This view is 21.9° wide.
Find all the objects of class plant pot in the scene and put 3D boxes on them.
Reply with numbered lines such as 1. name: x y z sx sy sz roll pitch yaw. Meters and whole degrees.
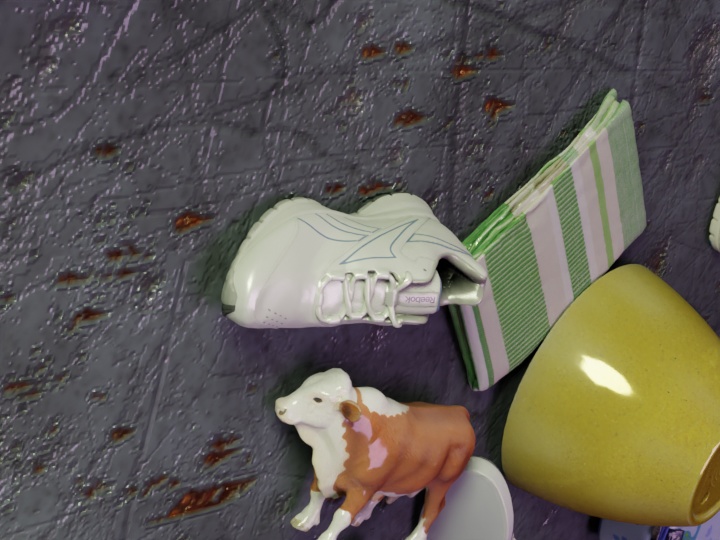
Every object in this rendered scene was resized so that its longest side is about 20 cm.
1. plant pot: 0.224 0.117 1.429 0.200 0.142 0.201 -37 145 -32

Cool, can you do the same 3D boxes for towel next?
1. towel: 0.136 -0.018 1.345 0.200 0.023 0.153 -46 144 -22

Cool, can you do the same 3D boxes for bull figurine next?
1. bull figurine: 0.008 0.129 1.255 0.199 0.065 0.122 12 109 -51

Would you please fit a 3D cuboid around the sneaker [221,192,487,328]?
1. sneaker: 0.000 0.000 1.132 0.199 0.087 0.075 -16 128 -43

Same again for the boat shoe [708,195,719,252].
1. boat shoe: 0.347 -0.095 1.505 0.072 0.072 0.201 -19 128 -43

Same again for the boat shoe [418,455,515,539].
1. boat shoe: 0.088 0.213 1.422 0.070 0.070 0.201 -60 153 -52

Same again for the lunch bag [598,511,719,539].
1. lunch bag: 0.299 0.175 1.637 0.199 0.082 0.162 -4 115 -51
